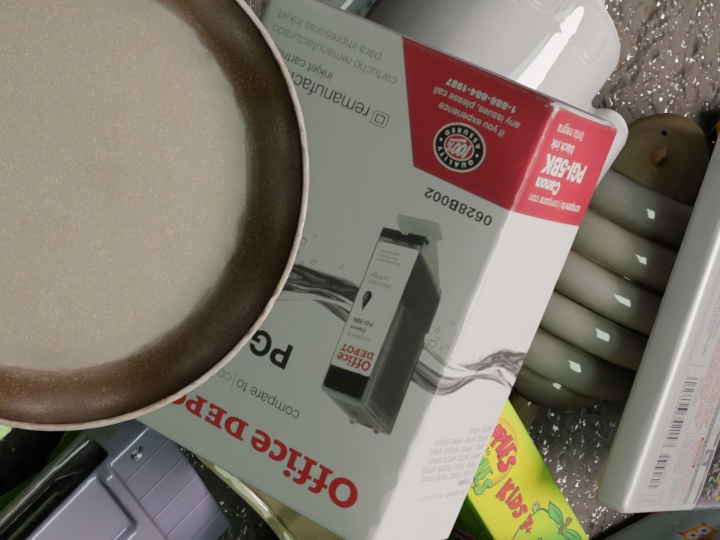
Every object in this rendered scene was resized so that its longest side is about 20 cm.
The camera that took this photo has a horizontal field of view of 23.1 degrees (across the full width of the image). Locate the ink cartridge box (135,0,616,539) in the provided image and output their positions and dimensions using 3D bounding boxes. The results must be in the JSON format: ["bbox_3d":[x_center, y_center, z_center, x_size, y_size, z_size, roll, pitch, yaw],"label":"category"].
[{"bbox_3d":[0.000,0.000,0.761,0.083,0.146,0.201,5,108,-64],"label":"ink cartridge box"}]

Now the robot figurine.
[{"bbox_3d":[0.049,-0.092,0.866,0.169,0.113,0.201,36,80,6],"label":"robot figurine"}]

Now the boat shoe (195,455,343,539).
[{"bbox_3d":[-0.047,0.077,0.878,0.074,0.068,0.201,-32,99,-3],"label":"boat shoe"}]

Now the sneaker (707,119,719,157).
[{"bbox_3d":[0.255,-0.067,1.033,0.200,0.078,0.083,-38,120,-19],"label":"sneaker"}]

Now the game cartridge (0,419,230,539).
[{"bbox_3d":[-0.151,0.162,0.828,0.200,0.038,0.130,-46,145,-14],"label":"game cartridge"}]

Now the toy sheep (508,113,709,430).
[{"bbox_3d":[0.127,0.008,0.941,0.137,0.138,0.201,20,99,-36],"label":"toy sheep"}]

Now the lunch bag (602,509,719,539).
[{"bbox_3d":[0.206,0.253,1.070,0.169,0.122,0.202,-23,110,-27],"label":"lunch bag"}]

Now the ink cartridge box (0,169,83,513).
[{"bbox_3d":[-0.183,0.034,0.752,0.148,0.076,0.200,-46,113,-13],"label":"ink cartridge box"}]

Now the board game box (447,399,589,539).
[{"bbox_3d":[0.043,0.087,0.922,0.048,0.101,0.201,-42,123,-17],"label":"board game box"}]

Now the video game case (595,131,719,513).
[{"bbox_3d":[0.203,0.030,0.928,0.181,0.023,0.202,8,101,-54],"label":"video game case"}]

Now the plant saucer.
[{"bbox_3d":[-0.119,-0.038,0.702,0.198,0.032,0.202,-1,95,-16],"label":"plant saucer"}]
